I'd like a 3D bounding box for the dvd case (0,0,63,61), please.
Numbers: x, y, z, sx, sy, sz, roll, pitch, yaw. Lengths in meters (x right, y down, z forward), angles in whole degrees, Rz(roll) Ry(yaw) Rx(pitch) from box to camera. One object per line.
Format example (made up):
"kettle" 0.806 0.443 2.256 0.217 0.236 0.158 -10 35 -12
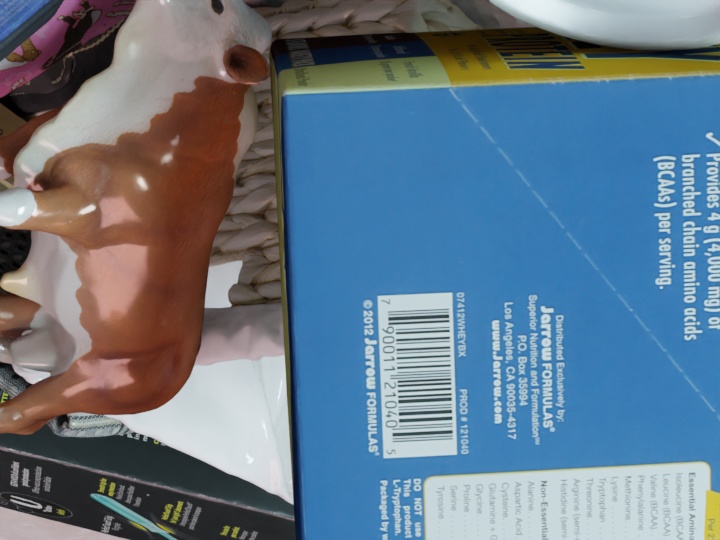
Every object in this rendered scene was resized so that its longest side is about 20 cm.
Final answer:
"dvd case" -0.205 -0.113 0.702 0.200 0.143 0.018 45 144 -2

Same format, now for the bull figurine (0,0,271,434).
"bull figurine" -0.093 -0.017 0.800 0.121 0.065 0.201 -10 137 -18

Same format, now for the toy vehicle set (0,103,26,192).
"toy vehicle set" -0.196 -0.062 0.960 0.124 0.027 0.200 13 171 18

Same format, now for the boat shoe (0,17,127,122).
"boat shoe" -0.120 -0.101 0.909 0.067 0.072 0.200 23 161 -29

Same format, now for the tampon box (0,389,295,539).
"tampon box" -0.103 0.081 1.324 0.199 0.127 0.150 15 160 -5

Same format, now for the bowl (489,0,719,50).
"bowl" 0.081 -0.126 0.688 0.200 0.091 0.201 12 161 4

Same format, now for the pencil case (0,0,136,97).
"pencil case" -0.147 -0.088 0.793 0.199 0.087 0.083 -31 170 0

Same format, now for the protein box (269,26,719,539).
"protein box" 0.075 0.023 0.769 0.199 0.200 0.135 -3 -168 -3

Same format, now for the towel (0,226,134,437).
"towel" -0.129 0.017 1.116 0.200 0.035 0.192 32 -159 35

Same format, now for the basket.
"basket" 0.000 0.000 0.983 0.197 0.162 0.200 -5 154 41
